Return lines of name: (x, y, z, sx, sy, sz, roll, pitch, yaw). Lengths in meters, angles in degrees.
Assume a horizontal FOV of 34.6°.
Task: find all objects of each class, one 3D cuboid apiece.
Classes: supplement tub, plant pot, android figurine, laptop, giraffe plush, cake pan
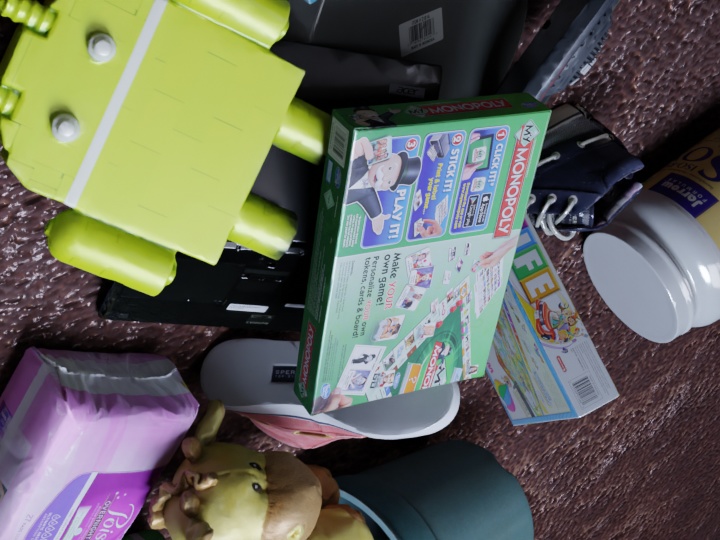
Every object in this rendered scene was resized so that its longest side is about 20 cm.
supplement tub: (0.325, -0.038, 1.086, 0.200, 0.145, 0.145, -34, 143, -16)
plant pot: (0.047, 0.258, 1.071, 0.196, 0.200, 0.200, -18, 137, -44)
android figurine: (-0.111, -0.082, 0.628, 0.200, 0.041, 0.182, 25, 94, -28)
laptop: (-0.062, -0.046, 0.738, 0.177, 0.103, 0.200, 5, 153, -22)
giraffe plush: (-0.085, 0.181, 0.822, 0.200, 0.173, 0.162, -19, 137, -23)
cake pan: (0.030, -0.157, 0.742, 0.200, 0.037, 0.200, -21, 131, -26)

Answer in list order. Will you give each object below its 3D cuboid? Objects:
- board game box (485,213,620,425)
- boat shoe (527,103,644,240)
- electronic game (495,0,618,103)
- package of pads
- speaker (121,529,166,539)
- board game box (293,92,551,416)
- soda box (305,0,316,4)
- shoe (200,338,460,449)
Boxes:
board game box: (0.099, 0.011, 0.821, 0.034, 0.200, 0.134, -25, 176, -14)
boat shoe: (0.134, -0.054, 0.919, 0.200, 0.093, 0.075, -36, 144, -14)
electronic game: (0.147, -0.157, 0.808, 0.200, 0.042, 0.200, -53, 177, -4)
package of pads: (-0.206, 0.146, 0.787, 0.120, 0.076, 0.200, 11, 116, -49)
speaker: (-0.231, 0.278, 0.885, 0.200, 0.088, 0.089, -25, 140, -26)
board game box: (0.034, -0.008, 0.709, 0.134, 0.029, 0.200, -10, 127, -29)
soda box: (-0.047, -0.236, 0.575, 0.064, 0.068, 0.200, -38, 143, -10)
shoe: (-0.013, 0.093, 0.855, 0.091, 0.200, 0.072, 46, 51, -59)
